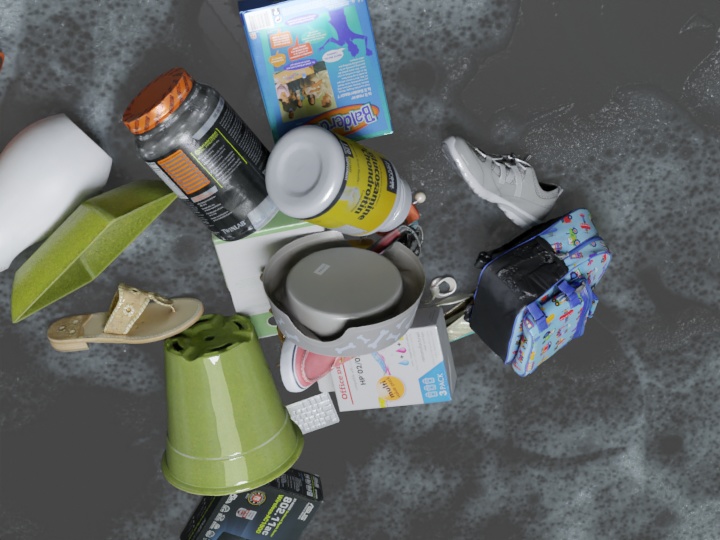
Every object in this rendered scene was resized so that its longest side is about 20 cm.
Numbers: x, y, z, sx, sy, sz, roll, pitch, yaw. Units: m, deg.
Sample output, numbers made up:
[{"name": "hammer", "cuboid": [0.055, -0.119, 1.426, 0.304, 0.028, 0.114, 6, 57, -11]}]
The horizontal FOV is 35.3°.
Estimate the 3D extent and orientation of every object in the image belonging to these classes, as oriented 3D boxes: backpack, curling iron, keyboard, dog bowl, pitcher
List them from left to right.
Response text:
[{"name": "pitcher", "cuboid": [-0.397, -0.089, 1.381, 0.121, 0.172, 0.200, 43, 87, -2]}, {"name": "keyboard", "cuboid": [-0.133, 0.233, 1.675, 0.199, 0.011, 0.056, -19, 122, 2]}, {"name": "dog bowl", "cuboid": [-0.020, 0.029, 1.393, 0.199, 0.200, 0.059, -5, 126, -7]}, {"name": "curling iron", "cuboid": [0.000, 0.000, 1.492, 0.200, 0.026, 0.050, -31, 103, 19]}, {"name": "backpack", "cuboid": [0.253, 0.020, 1.506, 0.200, 0.135, 0.183, -32, 155, -20]}]

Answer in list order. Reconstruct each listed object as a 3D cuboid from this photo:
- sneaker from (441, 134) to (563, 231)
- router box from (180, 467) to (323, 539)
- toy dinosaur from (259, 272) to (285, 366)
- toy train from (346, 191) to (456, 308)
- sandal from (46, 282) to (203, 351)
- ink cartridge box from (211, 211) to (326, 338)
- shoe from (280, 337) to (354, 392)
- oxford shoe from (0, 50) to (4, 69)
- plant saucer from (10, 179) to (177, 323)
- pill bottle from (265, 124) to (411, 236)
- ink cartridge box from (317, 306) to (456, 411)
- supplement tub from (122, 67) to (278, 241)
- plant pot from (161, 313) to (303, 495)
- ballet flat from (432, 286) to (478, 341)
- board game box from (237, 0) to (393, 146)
[{"name": "sneaker", "cuboid": [0.185, -0.130, 1.484, 0.200, 0.075, 0.082, 32, 105, -37]}, {"name": "router box", "cuboid": [-0.168, 0.380, 1.720, 0.150, 0.062, 0.200, 20, 118, -23]}, {"name": "toy dinosaur", "cuboid": [-0.089, 0.082, 1.519, 0.060, 0.106, 0.200, -17, 130, -11]}, {"name": "toy train", "cuboid": [0.051, -0.010, 1.535, 0.150, 0.056, 0.200, -27, 121, 7]}, {"name": "sandal", "cuboid": [-0.319, 0.052, 1.498, 0.211, 0.078, 0.070, -11, 128, 3]}, {"name": "ink cartridge box", "cuboid": [-0.109, 0.001, 1.522, 0.145, 0.048, 0.200, -12, 137, -2]}, {"name": "shoe", "cuboid": [-0.024, 0.084, 1.418, 0.091, 0.200, 0.072, -6, 113, 26]}, {"name": "oxford shoe", "cuboid": [-0.496, -0.194, 1.337, 0.073, 0.071, 0.200, 34, 107, -4]}, {"name": "plant saucer", "cuboid": [-0.331, -0.038, 1.383, 0.200, 0.200, 0.048, -42, 91, 22]}, {"name": "pill bottle", "cuboid": [-0.019, -0.104, 1.395, 0.112, 0.112, 0.200, -47, 152, 18]}, {"name": "ink cartridge box", "cuboid": [0.021, 0.123, 1.535, 0.199, 0.068, 0.115, -8, 111, 15]}, {"name": "supplement tub", "cuboid": [-0.187, -0.141, 1.377, 0.122, 0.123, 0.200, -34, 119, 11]}, {"name": "plant pot", "cuboid": [-0.188, 0.167, 1.526, 0.199, 0.200, 0.190, -9, 116, -4]}, {"name": "ballet flat", "cuboid": [0.101, 0.082, 1.599, 0.200, 0.067, 0.062, -29, 111, -3]}, {"name": "board game box", "cuboid": [-0.053, -0.246, 1.382, 0.152, 0.045, 0.200, -14, 122, -2]}]
